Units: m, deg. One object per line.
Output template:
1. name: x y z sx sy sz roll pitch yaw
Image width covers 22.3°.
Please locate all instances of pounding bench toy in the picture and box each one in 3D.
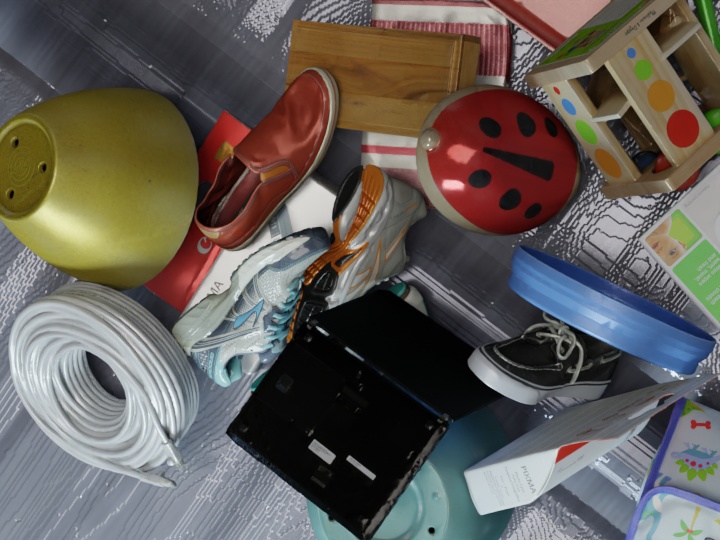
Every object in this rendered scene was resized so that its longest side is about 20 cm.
1. pounding bench toy: 0.283 -0.176 1.633 0.200 0.124 0.156 -41 102 -17

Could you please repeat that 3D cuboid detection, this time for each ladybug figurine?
1. ladybug figurine: 0.133 -0.098 1.663 0.072 0.199 0.137 13 93 48

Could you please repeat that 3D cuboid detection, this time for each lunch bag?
1. lunch bag: 0.326 0.238 1.630 0.169 0.128 0.201 21 60 13

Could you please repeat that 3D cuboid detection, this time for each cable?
1. cable: -0.252 0.105 1.789 0.198 0.069 0.202 9 123 30

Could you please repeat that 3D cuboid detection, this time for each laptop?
1. laptop: 0.013 0.125 1.654 0.177 0.103 0.201 33 85 27

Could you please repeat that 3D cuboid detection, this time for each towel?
1. towel: 0.073 -0.160 1.761 0.143 0.023 0.202 4 93 15

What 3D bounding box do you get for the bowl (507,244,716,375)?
1. bowl: 0.223 0.037 1.643 0.199 0.201 0.040 27 97 11

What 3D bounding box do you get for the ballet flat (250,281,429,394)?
1. ballet flat: -0.015 0.089 1.779 0.199 0.069 0.070 -34 85 12

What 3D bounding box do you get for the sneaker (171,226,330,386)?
1. sneaker: -0.087 0.035 1.728 0.200 0.077 0.087 -41 79 31

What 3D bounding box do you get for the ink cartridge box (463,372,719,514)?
1. ink cartridge box: 0.211 0.153 1.620 0.199 0.159 0.048 -20 93 50

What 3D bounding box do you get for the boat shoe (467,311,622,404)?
1. boat shoe: 0.176 0.077 1.660 0.074 0.198 0.068 47 116 37

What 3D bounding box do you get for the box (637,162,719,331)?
1. box: 0.385 -0.031 1.656 0.200 0.097 0.177 -43 81 11

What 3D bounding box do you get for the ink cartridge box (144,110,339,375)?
1. ink cartridge box: -0.122 -0.029 1.803 0.176 0.045 0.201 34 100 8

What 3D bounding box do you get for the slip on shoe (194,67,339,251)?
1. slip on shoe: -0.089 -0.107 1.736 0.074 0.061 0.201 43 103 31

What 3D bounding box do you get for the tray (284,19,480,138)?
1. tray: 0.016 -0.180 1.727 0.199 0.037 0.100 10 96 35

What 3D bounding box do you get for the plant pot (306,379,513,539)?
1. plant pot: 0.038 0.208 1.718 0.198 0.161 0.203 1 93 13

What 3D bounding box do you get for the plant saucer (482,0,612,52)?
1. plant saucer: 0.186 -0.325 1.711 0.199 0.037 0.200 37 98 9

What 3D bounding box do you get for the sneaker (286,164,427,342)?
1. sneaker: 0.000 0.000 1.743 0.201 0.091 0.076 -59 41 19

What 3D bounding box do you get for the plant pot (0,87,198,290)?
1. plant pot: -0.274 -0.088 1.749 0.199 0.141 0.202 -6 80 36
